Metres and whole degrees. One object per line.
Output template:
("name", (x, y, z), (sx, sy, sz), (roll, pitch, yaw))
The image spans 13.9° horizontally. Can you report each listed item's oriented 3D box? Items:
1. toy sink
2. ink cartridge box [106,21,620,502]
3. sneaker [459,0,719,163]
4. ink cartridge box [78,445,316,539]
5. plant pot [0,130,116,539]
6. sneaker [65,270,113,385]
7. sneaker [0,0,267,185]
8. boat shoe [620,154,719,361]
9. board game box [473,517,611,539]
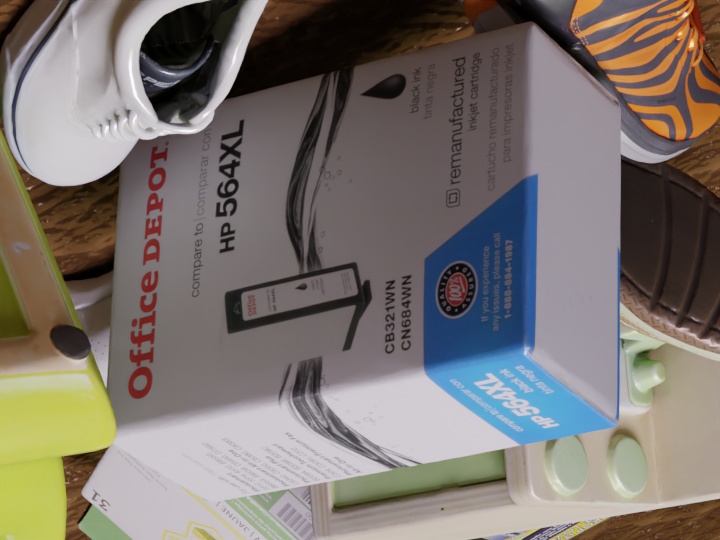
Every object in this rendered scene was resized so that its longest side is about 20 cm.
("toy sink", (0.075, 0.053, 1.398), (0.199, 0.131, 0.112), (-12, 168, 40))
("ink cartridge box", (0.000, 0.000, 1.193), (0.199, 0.147, 0.084), (-13, 152, 28))
("sneaker", (0.130, -0.111, 1.229), (0.112, 0.078, 0.200), (-30, 156, 22))
("ink cartridge box", (-0.079, 0.148, 1.533), (0.048, 0.145, 0.200), (-45, 174, -39))
("plant pot", (-0.213, 0.039, 1.120), (0.199, 0.200, 0.182), (-4, 146, -34))
("sneaker", (-0.088, 0.035, 1.346), (0.199, 0.089, 0.075), (-23, 156, 2))
("sneaker", (-0.087, -0.078, 1.120), (0.073, 0.071, 0.200), (-10, 154, -25))
("boat shoe", (0.098, -0.018, 1.309), (0.072, 0.200, 0.076), (-54, 177, -27))
("board game box", (0.130, 0.096, 1.710), (0.199, 0.057, 0.165), (-30, 157, 19))
